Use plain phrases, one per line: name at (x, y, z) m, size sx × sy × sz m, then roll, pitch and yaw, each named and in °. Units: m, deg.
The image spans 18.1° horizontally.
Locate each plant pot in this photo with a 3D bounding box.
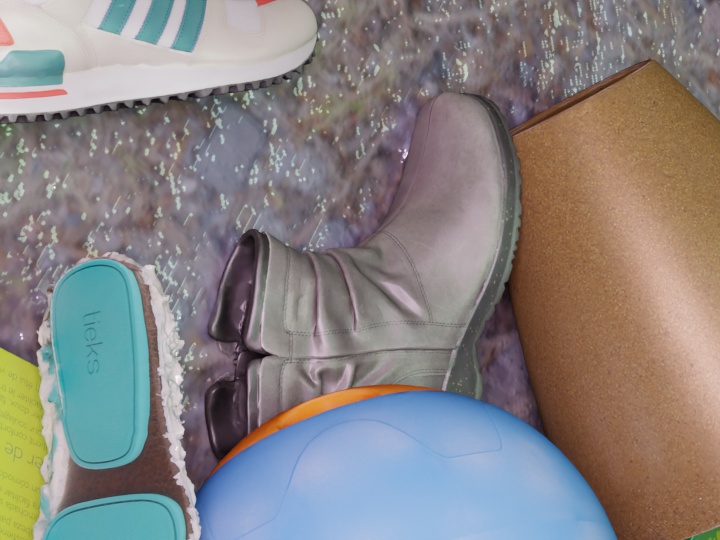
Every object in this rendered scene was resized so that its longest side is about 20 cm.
plant pot at (0.146, 0.007, 1.107) m, size 0.186 × 0.186 × 0.201 m, roll -31°, pitch 94°, yaw -37°

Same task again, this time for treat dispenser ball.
treat dispenser ball at (0.014, 0.148, 0.939) m, size 0.200 × 0.200 × 0.203 m, roll 2°, pitch 87°, yaw -40°

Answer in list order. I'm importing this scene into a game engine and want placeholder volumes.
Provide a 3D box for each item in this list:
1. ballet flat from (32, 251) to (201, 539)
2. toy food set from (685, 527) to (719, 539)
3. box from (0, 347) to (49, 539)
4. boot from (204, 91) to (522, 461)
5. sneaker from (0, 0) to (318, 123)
ballet flat at (-0.090, 0.091, 0.884) m, size 0.071 × 0.072 × 0.201 m, roll 21°, pitch 58°, yaw -38°
toy food set at (0.192, 0.194, 1.180) m, size 0.197 × 0.048 × 0.202 m, roll -10°, pitch 109°, yaw -44°
box at (-0.167, 0.119, 0.862) m, size 0.122 × 0.048 × 0.201 m, roll 30°, pitch 50°, yaw -36°
boot at (0.000, 0.000, 1.041) m, size 0.130 × 0.068 × 0.202 m, roll 16°, pitch 77°, yaw -33°
sneaker at (-0.099, -0.118, 0.952) m, size 0.199 × 0.070 × 0.094 m, roll -13°, pitch 103°, yaw -37°
